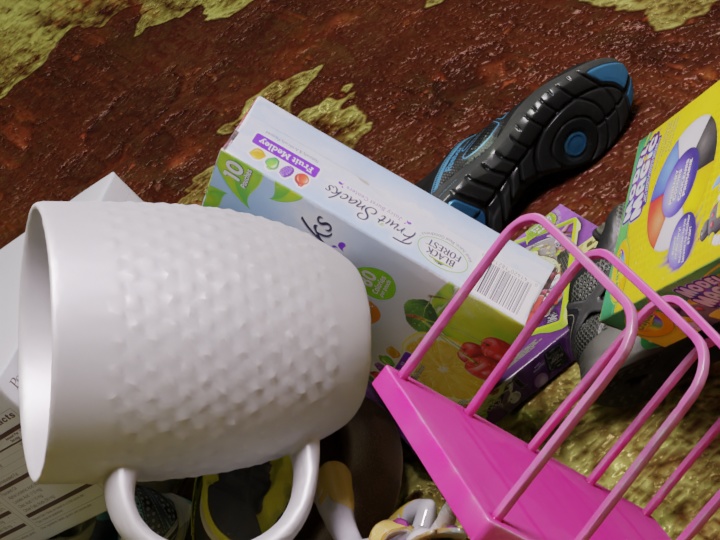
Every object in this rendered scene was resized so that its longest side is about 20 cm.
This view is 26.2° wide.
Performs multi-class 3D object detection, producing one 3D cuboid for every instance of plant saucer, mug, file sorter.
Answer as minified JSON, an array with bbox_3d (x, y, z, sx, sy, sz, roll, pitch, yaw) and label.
[{"bbox_3d":[-0.062,0.154,0.997,0.199,0.032,0.201,-28,36,22],"label":"plant saucer"},{"bbox_3d":[-0.086,0.062,0.825,0.148,0.174,0.202,125,141,-59],"label":"mug"},{"bbox_3d":[0.135,0.081,0.745,0.126,0.199,0.139,-53,30,11],"label":"file sorter"}]

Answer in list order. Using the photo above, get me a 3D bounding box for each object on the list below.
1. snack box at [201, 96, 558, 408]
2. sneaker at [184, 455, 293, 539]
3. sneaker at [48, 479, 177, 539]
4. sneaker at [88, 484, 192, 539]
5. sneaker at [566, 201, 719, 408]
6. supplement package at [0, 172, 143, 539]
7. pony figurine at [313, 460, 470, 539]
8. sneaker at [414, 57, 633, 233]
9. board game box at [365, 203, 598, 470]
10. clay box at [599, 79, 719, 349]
[{"bbox_3d":[0.000,0.000,0.921,0.053,0.199,0.142,-59,-2,-34],"label":"snack box"},{"bbox_3d":[-0.064,0.106,0.955,0.085,0.074,0.200,-53,6,40],"label":"sneaker"},{"bbox_3d":[-0.146,0.118,1.088,0.200,0.089,0.074,-40,63,-1],"label":"sneaker"},{"bbox_3d":[-0.171,0.222,0.947,0.077,0.086,0.201,1,63,52],"label":"sneaker"},{"bbox_3d":[0.210,-0.007,0.925,0.198,0.076,0.115,-28,54,19],"label":"sneaker"},{"bbox_3d":[-0.202,0.064,0.994,0.155,0.111,0.201,-29,28,35],"label":"supplement package"},{"bbox_3d":[-0.002,0.194,0.796,0.200,0.165,0.194,171,119,-76],"label":"pony figurine"},{"bbox_3d":[0.114,-0.096,1.156,0.200,0.073,0.082,-37,30,-7],"label":"sneaker"},{"bbox_3d":[0.093,0.041,1.034,0.200,0.032,0.120,-38,36,-7],"label":"board game box"},{"bbox_3d":[0.182,-0.034,0.805,0.200,0.047,0.116,137,150,-68],"label":"clay box"}]
